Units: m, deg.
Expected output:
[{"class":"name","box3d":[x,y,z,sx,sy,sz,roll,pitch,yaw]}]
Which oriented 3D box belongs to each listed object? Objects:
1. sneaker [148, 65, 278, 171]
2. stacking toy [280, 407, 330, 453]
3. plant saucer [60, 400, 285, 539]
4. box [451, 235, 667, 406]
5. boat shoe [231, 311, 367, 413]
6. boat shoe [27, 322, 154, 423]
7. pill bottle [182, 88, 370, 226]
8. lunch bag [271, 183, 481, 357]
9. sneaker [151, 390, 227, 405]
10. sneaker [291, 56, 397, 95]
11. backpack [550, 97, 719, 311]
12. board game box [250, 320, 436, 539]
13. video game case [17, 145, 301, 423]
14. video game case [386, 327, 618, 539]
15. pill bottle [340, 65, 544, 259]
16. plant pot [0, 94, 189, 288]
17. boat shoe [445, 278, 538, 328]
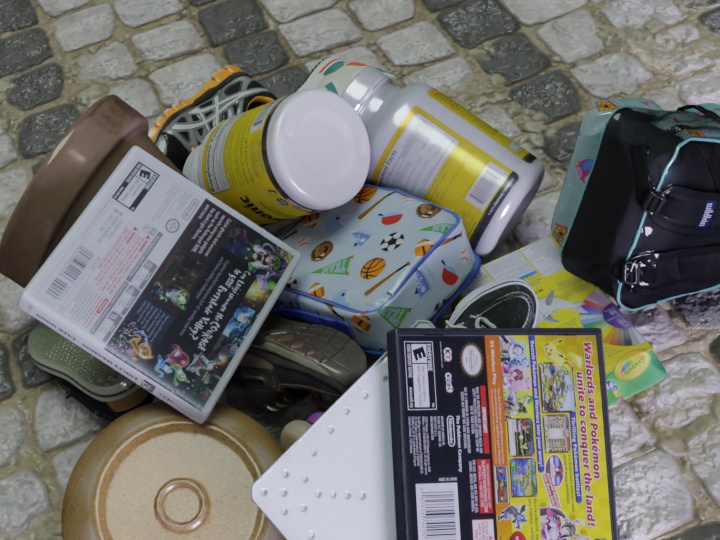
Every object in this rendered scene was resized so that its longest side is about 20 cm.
[{"class":"sneaker","box3d":[-0.159,-0.142,1.599,0.077,0.079,0.200,26,55,20]},{"class":"stacking toy","box3d":[0.034,0.130,1.296,0.199,0.086,0.085,-25,46,-24]},{"class":"plant saucer","box3d":[-0.145,0.195,1.228,0.198,0.036,0.202,2,67,-4]},{"class":"box","box3d":[0.176,0.061,1.353,0.116,0.049,0.200,-23,43,-13]},{"class":"boat shoe","box3d":[-0.065,0.085,1.339,0.074,0.074,0.199,-9,18,-38]},{"class":"boat shoe","box3d":[-0.248,0.090,1.393,0.074,0.063,0.199,-36,35,-21]},{"class":"pill bottle","box3d":[-0.088,-0.101,1.446,0.111,0.112,0.199,-45,19,-30]},{"class":"lunch bag","box3d":[0.000,0.000,1.400,0.199,0.076,0.160,15,55,46]},{"class":"sneaker","box3d":[-0.172,0.157,1.301,0.072,0.071,0.201,5,46,15]},{"class":"sneaker","box3d":[-0.028,-0.154,1.586,0.093,0.071,0.200,8,44,26]},{"class":"backpack","box3d":[0.280,-0.067,1.363,0.198,0.177,0.153,-4,29,-33]},{"class":"board game box","box3d":[0.044,0.177,1.172,0.200,0.026,0.200,-43,96,-20]},{"class":"video game case","box3d":[-0.166,0.008,1.290,0.181,0.023,0.201,33,49,-4]},{"class":"video game case","box3d":[0.111,0.146,1.174,0.179,0.025,0.202,1,79,-19]},{"class":"pill bottle","box3d":[0.069,-0.108,1.451,0.199,0.112,0.112,35,57,10]},{"class":"plant pot","box3d":[-0.215,-0.037,1.425,0.174,0.201,0.201,32,53,1]},{"class":"boat shoe","box3d":[0.090,0.074,1.256,0.199,0.074,0.068,-37,9,-28]}]
